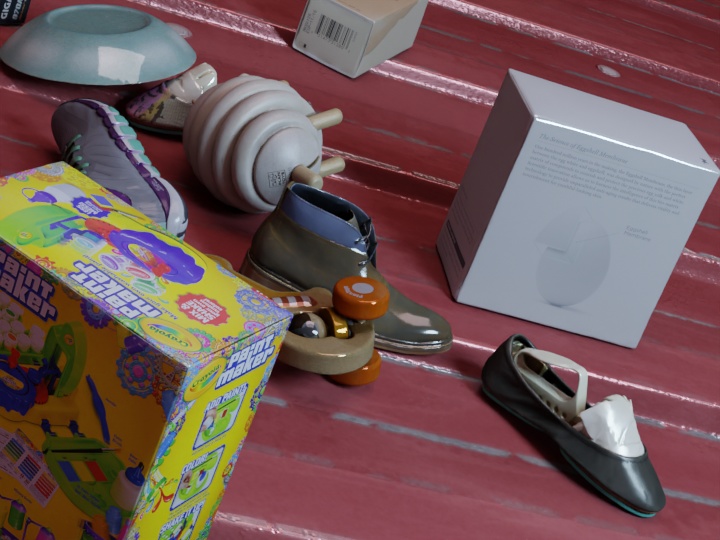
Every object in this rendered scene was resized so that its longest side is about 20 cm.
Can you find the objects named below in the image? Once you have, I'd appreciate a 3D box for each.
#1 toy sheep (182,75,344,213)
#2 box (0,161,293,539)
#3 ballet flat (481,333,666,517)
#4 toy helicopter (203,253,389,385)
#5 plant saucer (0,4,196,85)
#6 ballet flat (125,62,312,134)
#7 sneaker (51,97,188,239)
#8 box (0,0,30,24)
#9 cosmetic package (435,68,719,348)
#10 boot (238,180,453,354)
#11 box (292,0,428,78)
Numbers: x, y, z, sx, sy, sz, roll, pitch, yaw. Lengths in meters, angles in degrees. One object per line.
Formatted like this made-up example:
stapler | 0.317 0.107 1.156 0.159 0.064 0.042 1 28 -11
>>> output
toy sheep | -0.092 -0.117 1.547 0.137 0.139 0.199 1 17 -37
box | -0.179 0.070 1.050 0.199 0.194 0.122 33 28 19
ballet flat | 0.182 0.122 1.383 0.200 0.069 0.068 38 29 27
toy helicopter | -0.080 0.037 1.357 0.199 0.080 0.132 26 33 32
plant saucer | -0.265 -0.237 1.677 0.199 0.039 0.201 3 24 -1
ballet flat | -0.138 -0.169 1.674 0.198 0.072 0.069 8 30 -27
sneaker | -0.234 -0.086 1.444 0.087 0.075 0.200 -10 41 -41
box | -0.405 -0.378 1.756 0.046 0.160 0.200 -7 39 -47
cosmetic package | 0.205 -0.060 1.595 0.198 0.201 0.123 15 27 -16
boot | 0.000 0.000 1.435 0.198 0.098 0.075 21 26 -3
box | 0.004 -0.309 2.045 0.094 0.078 0.200 27 26 11
